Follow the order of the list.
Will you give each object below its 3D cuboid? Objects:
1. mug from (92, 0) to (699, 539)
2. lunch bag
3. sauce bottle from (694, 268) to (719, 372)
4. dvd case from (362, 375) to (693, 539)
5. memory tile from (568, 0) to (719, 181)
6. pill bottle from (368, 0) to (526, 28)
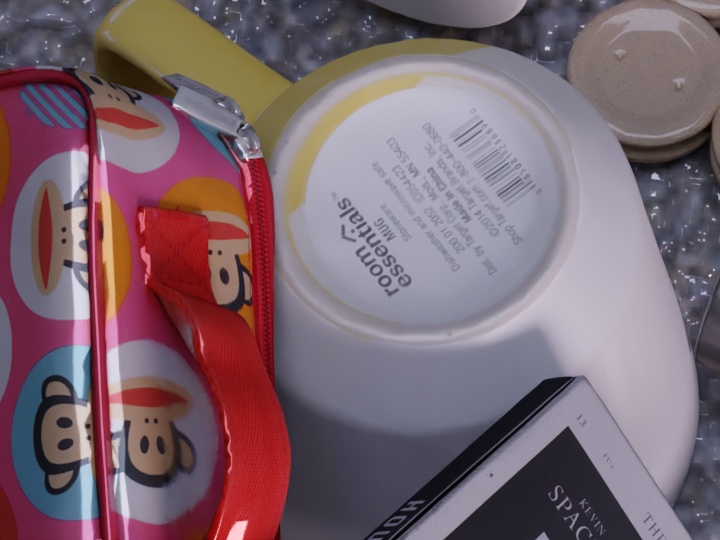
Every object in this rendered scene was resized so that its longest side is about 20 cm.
[{"bbox_3d":[0.004,0.008,0.801,0.187,0.153,0.149,8,68,8],"label":"mug"},{"bbox_3d":[-0.085,0.049,0.727,0.176,0.082,0.200,-12,75,41],"label":"lunch bag"},{"bbox_3d":[0.196,0.042,0.822,0.200,0.065,0.065,19,69,14],"label":"sauce bottle"},{"bbox_3d":[0.024,0.142,0.680,0.200,0.025,0.150,-39,101,-28],"label":"dvd case"},{"bbox_3d":[0.178,-0.072,0.889,0.200,0.017,0.153,22,70,12],"label":"memory tile"},{"bbox_3d":[0.049,-0.183,0.899,0.116,0.116,0.200,22,69,13],"label":"pill bottle"}]
